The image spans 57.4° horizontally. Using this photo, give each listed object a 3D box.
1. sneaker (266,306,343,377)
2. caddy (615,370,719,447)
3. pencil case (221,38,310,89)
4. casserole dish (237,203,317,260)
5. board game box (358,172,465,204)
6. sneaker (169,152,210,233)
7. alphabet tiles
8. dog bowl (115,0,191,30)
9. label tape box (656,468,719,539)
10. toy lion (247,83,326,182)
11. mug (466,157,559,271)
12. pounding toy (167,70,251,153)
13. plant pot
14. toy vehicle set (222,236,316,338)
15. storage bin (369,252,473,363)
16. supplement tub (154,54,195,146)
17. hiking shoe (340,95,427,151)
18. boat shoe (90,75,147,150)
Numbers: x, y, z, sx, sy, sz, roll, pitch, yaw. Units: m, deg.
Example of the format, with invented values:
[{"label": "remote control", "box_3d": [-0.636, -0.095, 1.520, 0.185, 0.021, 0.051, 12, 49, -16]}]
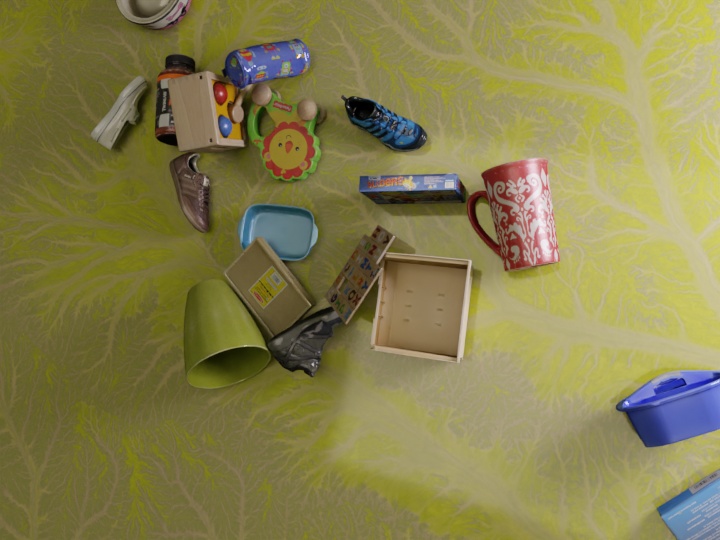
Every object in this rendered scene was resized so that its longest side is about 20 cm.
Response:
[{"label": "sneaker", "box_3d": [-0.091, 0.154, 1.425, 0.198, 0.076, 0.115, -31, 98, -5]}, {"label": "caddy", "box_3d": [0.562, 0.234, 1.173, 0.198, 0.141, 0.106, -22, 83, 13]}, {"label": "pencil case", "box_3d": [-0.208, -0.461, 1.470, 0.078, 0.199, 0.087, 38, 137, 31]}, {"label": "casserole dish", "box_3d": [-0.184, -0.086, 1.494, 0.198, 0.039, 0.123, 7, 86, 19]}, {"label": "board game box", "box_3d": [0.110, -0.167, 1.360, 0.198, 0.135, 0.035, 1, 85, 17]}, {"label": "sneaker", "box_3d": [-0.389, -0.190, 1.552, 0.075, 0.070, 0.201, -27, 77, 12]}, {"label": "alphabet tiles", "box_3d": [0.000, 0.000, 1.379, 0.008, 0.167, 0.201, 31, 95, -24]}, {"label": "dog bowl", "box_3d": [-0.510, -0.697, 1.644, 0.198, 0.074, 0.202, -2, 83, 16]}, {"label": "label tape box", "box_3d": [0.649, 0.476, 1.159, 0.143, 0.066, 0.201, -38, 77, 11]}, {"label": "toy lion", "box_3d": [-0.177, -0.307, 1.509, 0.199, 0.069, 0.193, 23, 99, 19]}, {"label": "mug", "box_3d": [0.314, -0.102, 1.314, 0.132, 0.177, 0.202, -8, 85, -20]}, {"label": "pounding toy", "box_3d": [-0.320, -0.374, 1.507, 0.141, 0.200, 0.186, -6, 97, 17]}, {"label": "plant pot", "box_3d": [-0.314, 0.128, 1.454, 0.186, 0.187, 0.201, -30, 61, 12]}, {"label": "toy vehicle set", "box_3d": [-0.206, 0.040, 1.469, 0.124, 0.026, 0.200, -42, 82, 18]}, {"label": "storage bin", "box_3d": [0.124, 0.074, 1.351, 0.196, 0.094, 0.202, 6, 86, 18]}, {"label": "supplement tub", "box_3d": [-0.435, -0.407, 1.572, 0.106, 0.107, 0.202, -2, 84, 17]}, {"label": "hiking shoe", "box_3d": [0.048, -0.316, 1.420, 0.199, 0.087, 0.075, 25, 92, 18]}, {"label": "boat shoe", "box_3d": [-0.587, -0.391, 1.647, 0.067, 0.074, 0.200, 39, 96, -10]}]
